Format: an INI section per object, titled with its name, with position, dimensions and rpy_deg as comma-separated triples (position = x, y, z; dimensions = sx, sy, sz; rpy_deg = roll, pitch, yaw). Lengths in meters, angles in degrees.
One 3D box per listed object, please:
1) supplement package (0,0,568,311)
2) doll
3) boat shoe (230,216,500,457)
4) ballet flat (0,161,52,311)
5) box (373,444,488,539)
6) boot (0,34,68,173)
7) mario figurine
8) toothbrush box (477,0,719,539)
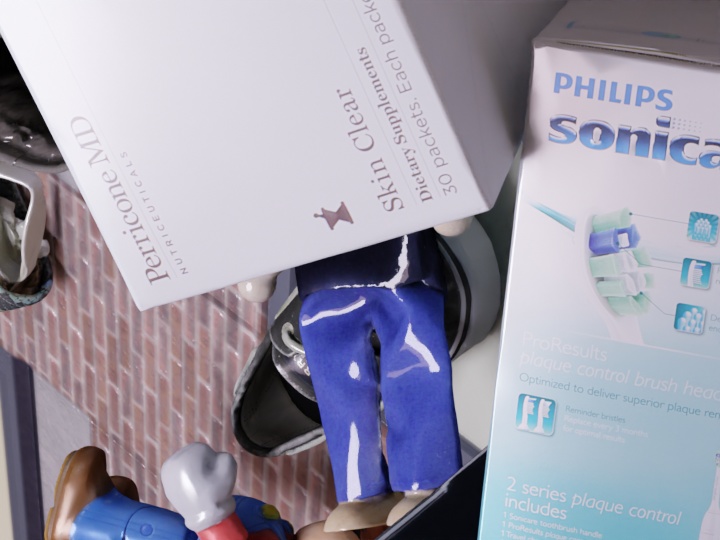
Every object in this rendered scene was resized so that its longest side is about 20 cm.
[supplement package]
position = -0.034, -0.120, 0.614
dimensions = 0.111, 0.156, 0.200
rpy_deg = -17, 111, 24
[doll]
position = 0.000, 0.000, 0.864
dimensions = 0.136, 0.048, 0.201
rpy_deg = -11, 83, 49
[boat shoe]
position = -0.002, 0.032, 0.950
dimensions = 0.071, 0.064, 0.200
rpy_deg = 50, 148, 9
[ballet flat]
position = -0.198, -0.063, 1.133
dimensions = 0.074, 0.074, 0.200
rpy_deg = 26, 140, 37
[box]
position = 0.079, 0.161, 0.833
dimensions = 0.124, 0.200, 0.197
rpy_deg = 37, 144, 24
[boot]
position = -0.093, -0.118, 0.803
dimensions = 0.182, 0.200, 0.073
rpy_deg = 32, 138, 32
[mario figurine]
position = -0.039, 0.123, 1.041
dimensions = 0.199, 0.123, 0.106
rpy_deg = 15, 108, 13
[toothbrush box]
position = 0.094, 0.015, 0.665
dimensions = 0.085, 0.146, 0.201
rpy_deg = 11, 112, 13
